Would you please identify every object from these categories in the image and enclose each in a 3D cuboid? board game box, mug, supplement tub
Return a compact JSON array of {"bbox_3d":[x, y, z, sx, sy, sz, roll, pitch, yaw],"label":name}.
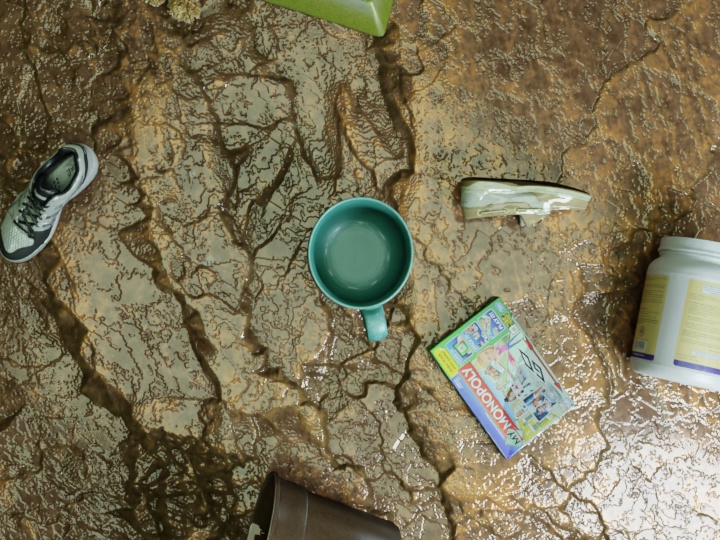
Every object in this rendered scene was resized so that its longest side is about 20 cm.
[{"bbox_3d":[0.212,0.161,1.280,0.134,0.029,0.201,-36,91,-4],"label":"board game box"},{"bbox_3d":[-0.008,-0.008,1.226,0.150,0.114,0.188,20,88,-4],"label":"mug"},{"bbox_3d":[0.481,0.063,1.241,0.143,0.145,0.204,12,88,-3],"label":"supplement tub"}]

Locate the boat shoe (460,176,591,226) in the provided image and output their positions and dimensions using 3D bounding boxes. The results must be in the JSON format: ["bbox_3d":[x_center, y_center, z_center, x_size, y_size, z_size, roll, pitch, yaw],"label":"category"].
[{"bbox_3d":[0.244,-0.100,1.271,0.196,0.074,0.068,4,101,-2],"label":"boat shoe"}]

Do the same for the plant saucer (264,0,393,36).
[{"bbox_3d":[-0.031,-0.477,1.266,0.196,0.048,0.203,16,88,-3],"label":"plant saucer"}]

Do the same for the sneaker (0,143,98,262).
[{"bbox_3d":[-0.458,-0.102,1.212,0.075,0.088,0.201,34,89,-4],"label":"sneaker"}]

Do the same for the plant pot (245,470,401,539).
[{"bbox_3d":[-0.056,0.404,1.187,0.195,0.200,0.204,17,88,-12],"label":"plant pot"}]

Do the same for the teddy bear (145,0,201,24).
[{"bbox_3d":[-0.248,-0.465,1.242,0.145,0.067,0.200,43,87,-4],"label":"teddy bear"}]
